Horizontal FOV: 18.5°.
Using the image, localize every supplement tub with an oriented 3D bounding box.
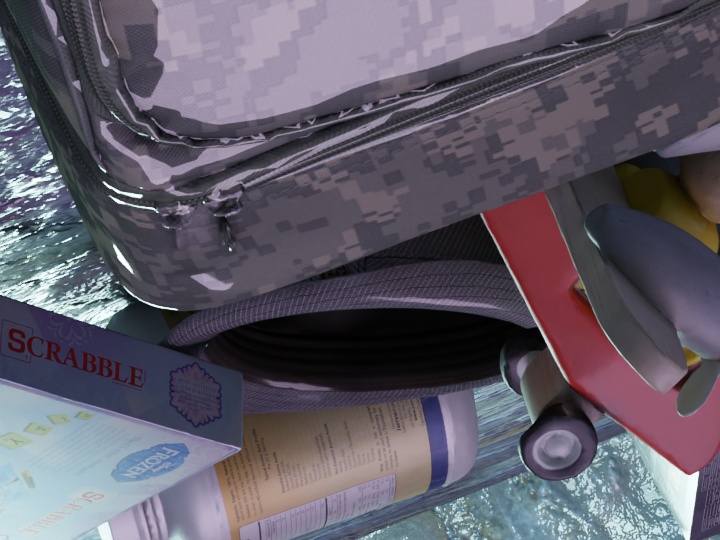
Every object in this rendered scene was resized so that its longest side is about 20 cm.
[{"bbox_3d":[-0.053,0.071,1.165,0.199,0.145,0.144,-17,169,-12],"label":"supplement tub"}]

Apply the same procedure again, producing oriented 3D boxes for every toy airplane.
[{"bbox_3d":[0.091,-0.032,0.824,0.141,0.201,0.199,-23,162,9],"label":"toy airplane"}]

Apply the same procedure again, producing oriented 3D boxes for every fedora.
[{"bbox_3d":[0.000,0.000,1.014,0.199,0.091,0.177,-12,159,26],"label":"fedora"}]

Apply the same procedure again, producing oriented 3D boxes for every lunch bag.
[{"bbox_3d":[0.002,-0.100,0.495,0.199,0.140,0.168,-19,153,-9],"label":"lunch bag"}]

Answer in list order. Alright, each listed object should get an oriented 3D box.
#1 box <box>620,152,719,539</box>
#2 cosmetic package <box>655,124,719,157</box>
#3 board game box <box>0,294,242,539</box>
[{"bbox_3d":[0.146,0.011,1.038,0.048,0.159,0.200,-20,146,-9],"label":"box"},{"bbox_3d":[0.179,-0.111,0.801,0.199,0.108,0.085,-7,163,-44],"label":"cosmetic package"},{"bbox_3d":[-0.189,0.070,0.991,0.199,0.041,0.200,20,146,-34],"label":"board game box"}]
